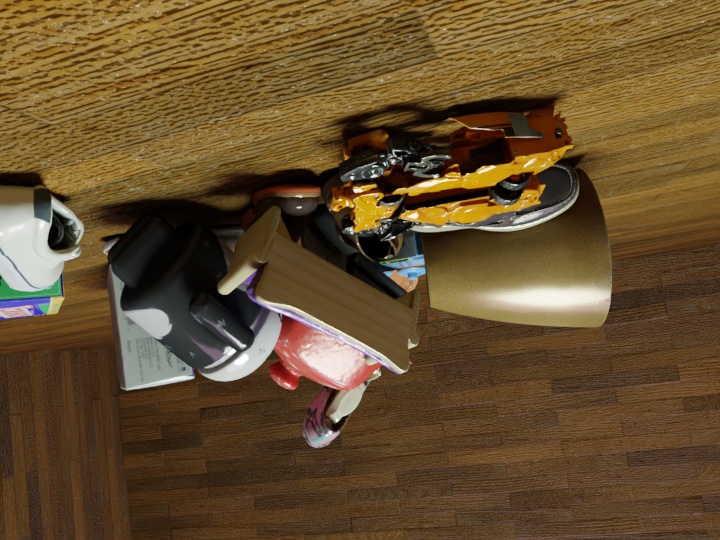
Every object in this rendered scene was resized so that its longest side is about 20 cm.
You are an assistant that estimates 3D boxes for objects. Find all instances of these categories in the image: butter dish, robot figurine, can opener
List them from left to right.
[{"bbox_3d":[-0.172,0.029,0.662,0.123,0.152,0.200,-27,122,25],"label":"robot figurine"},{"bbox_3d":[-0.063,0.084,0.792,0.198,0.149,0.200,36,179,-29],"label":"butter dish"},{"bbox_3d":[0.000,0.000,0.789,0.066,0.053,0.200,-19,134,35],"label":"can opener"},{"bbox_3d":[0.067,-0.080,0.520,0.195,0.059,0.146,-8,157,-5],"label":"robot figurine"}]

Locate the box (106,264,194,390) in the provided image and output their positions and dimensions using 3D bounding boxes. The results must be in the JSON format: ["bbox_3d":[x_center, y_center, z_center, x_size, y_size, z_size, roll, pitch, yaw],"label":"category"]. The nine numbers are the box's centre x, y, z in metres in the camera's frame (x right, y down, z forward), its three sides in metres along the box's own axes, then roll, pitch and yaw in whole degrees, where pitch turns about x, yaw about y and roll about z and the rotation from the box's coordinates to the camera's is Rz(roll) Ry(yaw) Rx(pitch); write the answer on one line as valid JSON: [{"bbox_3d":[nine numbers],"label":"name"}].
[{"bbox_3d":[-0.342,0.090,0.987,0.103,0.188,0.199,-7,174,-25],"label":"box"}]

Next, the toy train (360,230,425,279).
[{"bbox_3d":[0.015,-0.031,0.873,0.195,0.089,0.114,-8,165,15],"label":"toy train"}]

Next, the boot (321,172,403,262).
[{"bbox_3d":[0.013,-0.035,0.670,0.073,0.077,0.200,-28,161,7],"label":"boot"}]

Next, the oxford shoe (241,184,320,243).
[{"bbox_3d":[-0.083,-0.042,0.660,0.070,0.074,0.200,-3,172,-18],"label":"oxford shoe"}]

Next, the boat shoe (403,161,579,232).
[{"bbox_3d":[0.132,-0.078,0.653,0.195,0.074,0.065,-4,180,16],"label":"boat shoe"}]

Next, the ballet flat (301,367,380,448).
[{"bbox_3d":[-0.013,0.155,0.848,0.071,0.069,0.201,-25,-156,42],"label":"ballet flat"}]

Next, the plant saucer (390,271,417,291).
[{"bbox_3d":[-0.001,0.026,1.034,0.196,0.038,0.201,-13,156,-6],"label":"plant saucer"}]

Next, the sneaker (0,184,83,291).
[{"bbox_3d":[-0.288,-0.023,0.556,0.069,0.075,0.200,-1,171,-14],"label":"sneaker"}]

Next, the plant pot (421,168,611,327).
[{"bbox_3d":[0.176,-0.014,0.749,0.195,0.191,0.186,-7,174,6],"label":"plant pot"}]

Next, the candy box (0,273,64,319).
[{"bbox_3d":[-0.441,0.015,0.683,0.196,0.079,0.168,-6,173,-29],"label":"candy box"}]

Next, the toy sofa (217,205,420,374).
[{"bbox_3d":[-0.038,0.035,0.613,0.198,0.099,0.082,29,144,-27],"label":"toy sofa"}]

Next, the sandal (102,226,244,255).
[{"bbox_3d":[-0.216,-0.016,0.781,0.202,0.061,0.079,-7,174,-19],"label":"sandal"}]
